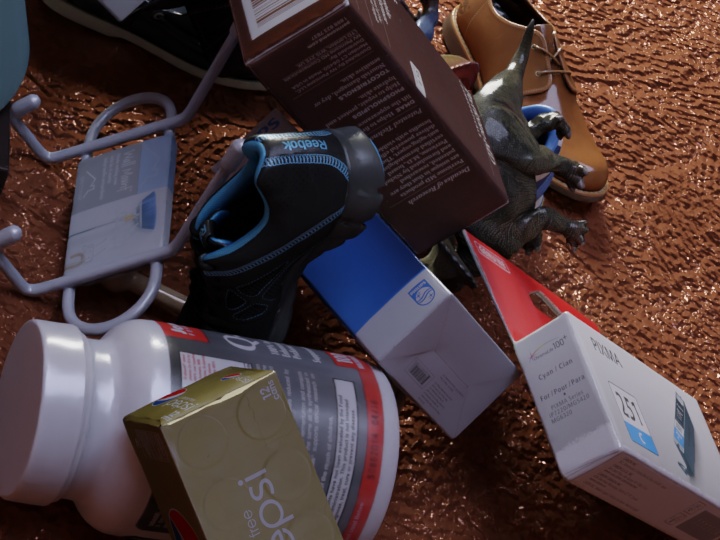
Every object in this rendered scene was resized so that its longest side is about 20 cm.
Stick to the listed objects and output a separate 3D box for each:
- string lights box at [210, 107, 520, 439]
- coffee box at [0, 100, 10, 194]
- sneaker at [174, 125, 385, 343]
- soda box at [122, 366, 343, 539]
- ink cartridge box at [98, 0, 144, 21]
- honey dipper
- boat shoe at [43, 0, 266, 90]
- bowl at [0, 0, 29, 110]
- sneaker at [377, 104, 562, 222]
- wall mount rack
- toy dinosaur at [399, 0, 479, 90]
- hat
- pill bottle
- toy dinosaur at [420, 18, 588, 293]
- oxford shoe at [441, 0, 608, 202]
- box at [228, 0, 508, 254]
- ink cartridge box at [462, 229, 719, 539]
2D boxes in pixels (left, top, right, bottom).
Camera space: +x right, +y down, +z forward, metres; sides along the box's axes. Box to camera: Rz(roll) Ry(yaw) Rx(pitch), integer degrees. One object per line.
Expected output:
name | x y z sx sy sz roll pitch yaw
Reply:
string lights box | 0.000 0.000 1.203 0.200 0.059 0.103 48 0 40
coffee box | -0.267 -0.113 1.200 0.112 0.080 0.201 11 45 -21
sneaker | -0.069 -0.008 1.125 0.081 0.201 0.074 2 46 -38
soda box | -0.044 0.151 1.012 0.067 0.064 0.202 -25 100 -22
ink cartridge box | -0.159 -0.284 1.222 0.200 0.144 0.146 46 15 -26
honey dipper | -0.065 0.039 1.217 0.199 0.038 0.038 28 41 -4
boat shoe | -0.116 -0.185 1.378 0.198 0.066 0.075 22 40 -13
bowl | -0.269 -0.176 1.122 0.199 0.105 0.202 14 45 -14
sneaker | 0.056 -0.069 1.364 0.199 0.082 0.074 -17 62 -38
wall mount rack | -0.128 -0.064 1.186 0.201 0.172 0.075 -91 158 -44
toy dinosaur | 0.019 -0.120 1.371 0.199 0.105 0.183 36 55 -31
hat | -0.045 -0.163 1.275 0.200 0.200 0.082 -31 101 -46
pill bottle | -0.089 0.089 1.090 0.198 0.116 0.117 11 45 -24
toy dinosaur | 0.090 -0.062 1.295 0.102 0.202 0.077 10 6 -33
oxford shoe | 0.127 -0.137 1.486 0.071 0.071 0.201 -8 57 -39
box | 0.004 -0.110 1.189 0.200 0.075 0.101 48 20 -46
ink cartridge box | 0.152 0.067 1.244 0.200 0.045 0.177 31 33 -54
